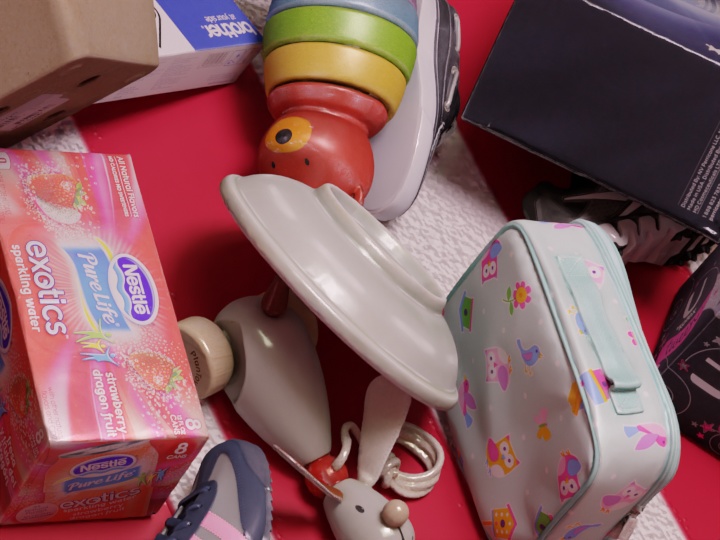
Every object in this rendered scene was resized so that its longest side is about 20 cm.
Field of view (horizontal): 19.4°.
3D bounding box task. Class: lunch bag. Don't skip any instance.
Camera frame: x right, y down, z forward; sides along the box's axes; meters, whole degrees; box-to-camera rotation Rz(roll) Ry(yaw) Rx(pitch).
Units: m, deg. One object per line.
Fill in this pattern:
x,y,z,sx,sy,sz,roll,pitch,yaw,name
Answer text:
0.122,0.076,1.310,0.077,0.161,0.201,1,54,-29,lunch bag

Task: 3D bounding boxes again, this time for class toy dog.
-0.026,0.078,1.266,0.200,0.096,0.132,37,46,1,toy dog

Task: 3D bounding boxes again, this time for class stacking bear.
-0.019,-0.131,1.409,0.114,0.121,0.201,41,55,-58,stacking bear

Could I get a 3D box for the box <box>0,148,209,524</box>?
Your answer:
-0.169,0.036,1.215,0.102,0.095,0.201,1,55,-31,box

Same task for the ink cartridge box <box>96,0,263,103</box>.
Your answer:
-0.152,-0.162,1.376,0.094,0.044,0.200,50,28,12,ink cartridge box

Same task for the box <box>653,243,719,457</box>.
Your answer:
0.293,0.025,1.422,0.114,0.200,0.132,32,45,-2,box

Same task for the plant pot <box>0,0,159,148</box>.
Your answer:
-0.225,-0.167,1.199,0.178,0.199,0.200,65,13,2,plant pot

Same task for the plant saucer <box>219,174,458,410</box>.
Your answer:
0.000,0.000,1.298,0.200,0.050,0.200,44,8,-8,plant saucer

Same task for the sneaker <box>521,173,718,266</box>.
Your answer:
0.196,-0.047,1.516,0.199,0.067,0.091,-13,65,-34,sneaker

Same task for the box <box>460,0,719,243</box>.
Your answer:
0.197,-0.140,1.487,0.198,0.124,0.200,25,23,4,box

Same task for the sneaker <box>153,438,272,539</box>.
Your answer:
-0.102,0.167,1.165,0.082,0.070,0.201,28,44,-20,sneaker

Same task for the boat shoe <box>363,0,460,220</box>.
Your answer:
0.039,-0.115,1.479,0.068,0.072,0.201,32,47,-36,boat shoe
